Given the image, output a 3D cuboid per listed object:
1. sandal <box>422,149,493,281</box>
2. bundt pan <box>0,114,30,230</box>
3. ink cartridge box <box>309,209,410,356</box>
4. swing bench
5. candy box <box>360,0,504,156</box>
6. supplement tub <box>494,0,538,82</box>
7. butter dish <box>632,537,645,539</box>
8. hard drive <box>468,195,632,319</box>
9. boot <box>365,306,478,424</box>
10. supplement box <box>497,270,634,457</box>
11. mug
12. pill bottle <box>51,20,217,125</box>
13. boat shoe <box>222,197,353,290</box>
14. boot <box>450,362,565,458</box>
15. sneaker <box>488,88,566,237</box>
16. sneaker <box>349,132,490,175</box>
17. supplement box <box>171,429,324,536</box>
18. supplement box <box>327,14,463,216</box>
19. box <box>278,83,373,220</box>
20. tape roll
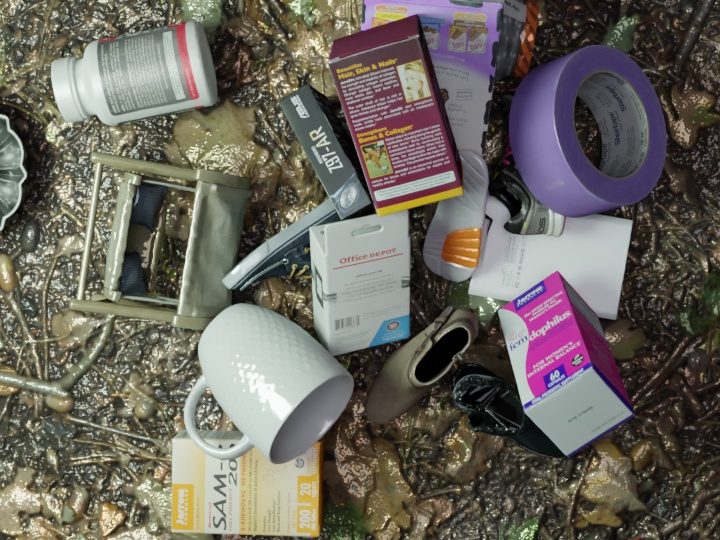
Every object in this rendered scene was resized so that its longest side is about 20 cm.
[{"bbox_3d":[0.137,-0.074,1.534,0.078,0.059,0.208,27,134,17],"label":"sandal"},{"bbox_3d":[-0.527,-0.130,1.574,0.198,0.076,0.205,0,92,2],"label":"bundt pan"},{"bbox_3d":[0.000,0.000,1.507,0.114,0.067,0.202,-12,127,-15],"label":"ink cartridge box"},{"bbox_3d":[-0.252,-0.036,1.544,0.197,0.130,0.202,9,92,1],"label":"swing bench"},{"bbox_3d":[0.081,-0.250,1.452,0.165,0.072,0.202,6,124,3],"label":"candy box"},{"bbox_3d":[0.122,-0.309,1.524,0.197,0.123,0.125,9,93,1],"label":"supplement tub"},{"bbox_3d":[0.355,0.490,1.547,0.199,0.148,0.200,44,52,0],"label":"butter dish"},{"bbox_3d":[0.251,-0.018,1.580,0.197,0.027,0.134,10,92,2],"label":"hard drive"},{"bbox_3d":[0.075,0.127,1.531,0.070,0.146,0.201,37,93,-2],"label":"boot"},{"bbox_3d":[0.251,0.112,1.482,0.101,0.201,0.103,-36,119,18],"label":"supplement box"},{"bbox_3d":[-0.136,0.149,1.509,0.200,0.148,0.175,-45,67,-8],"label":"mug"},{"bbox_3d":[-0.292,-0.250,1.545,0.197,0.111,0.112,-11,92,2],"label":"pill bottle"},{"bbox_3d":[-0.078,-0.012,1.543,0.199,0.071,0.091,-36,94,-21],"label":"boat shoe"},{"bbox_3d":[0.202,0.189,1.519,0.199,0.168,0.077,31,94,0],"label":"boot"},{"bbox_3d":[0.202,-0.135,1.539,0.086,0.074,0.203,-11,83,-10],"label":"sneaker"},{"bbox_3d":[0.084,-0.166,1.559,0.198,0.078,0.080,27,82,-1],"label":"sneaker"},{"bbox_3d":[-0.148,0.281,1.581,0.197,0.074,0.128,0,92,2],"label":"supplement box"},{"bbox_3d":[0.044,-0.180,1.394,0.109,0.086,0.202,-14,116,10],"label":"supplement box"},{"bbox_3d":[-0.033,-0.146,1.497,0.043,0.200,0.162,-28,92,6],"label":"box"},{"bbox_3d":[0.285,-0.173,1.493,0.198,0.085,0.203,7,77,-34],"label":"tape roll"}]
